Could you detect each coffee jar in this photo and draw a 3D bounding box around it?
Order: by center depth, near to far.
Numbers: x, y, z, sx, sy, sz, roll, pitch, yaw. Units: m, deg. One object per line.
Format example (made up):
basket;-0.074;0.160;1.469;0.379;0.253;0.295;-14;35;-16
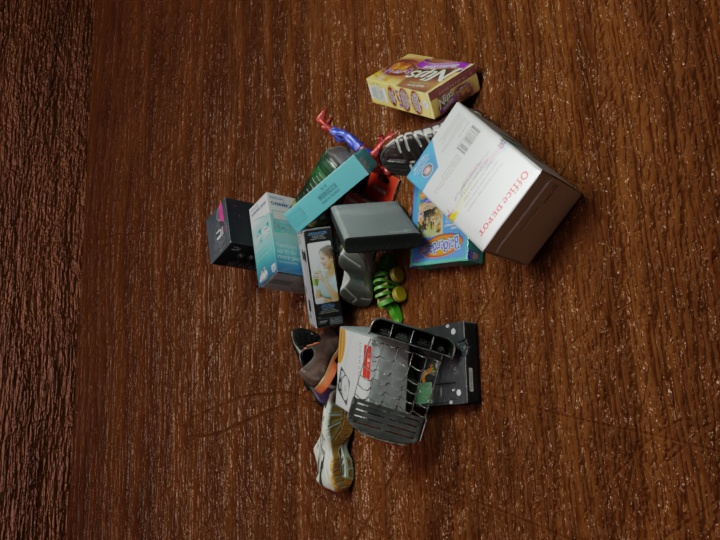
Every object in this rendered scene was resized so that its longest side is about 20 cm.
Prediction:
coffee jar;-0.077;-0.170;1.623;0.086;0.104;0.201;48;127;16

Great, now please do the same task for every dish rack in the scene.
dish rack;0.063;0.193;1.269;0.055;0.151;0.203;176;111;-85

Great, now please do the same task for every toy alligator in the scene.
toy alligator;0.048;0.007;1.470;0.059;0.054;0.203;-27;62;46

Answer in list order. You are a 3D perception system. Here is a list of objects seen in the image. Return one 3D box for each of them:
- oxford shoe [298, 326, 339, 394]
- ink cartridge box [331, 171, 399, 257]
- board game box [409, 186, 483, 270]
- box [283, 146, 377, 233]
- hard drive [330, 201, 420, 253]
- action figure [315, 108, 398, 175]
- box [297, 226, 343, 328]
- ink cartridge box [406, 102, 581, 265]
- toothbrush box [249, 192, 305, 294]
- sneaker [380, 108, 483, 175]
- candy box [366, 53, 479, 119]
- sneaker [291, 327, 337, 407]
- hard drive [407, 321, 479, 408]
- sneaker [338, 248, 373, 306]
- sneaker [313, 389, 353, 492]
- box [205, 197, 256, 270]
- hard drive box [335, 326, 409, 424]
oxford shoe;-0.081;0.166;1.536;0.071;0.072;0.201;-51;12;23
ink cartridge box;0.005;-0.114;1.555;0.109;0.050;0.203;38;113;51
board game box;0.158;-0.108;1.356;0.151;0.045;0.203;-6;78;52
box;-0.060;-0.161;1.500;0.199;0.082;0.049;-37;97;25
hard drive;0.024;-0.083;1.399;0.200;0.137;0.033;-114;21;-66
action figure;0.009;-0.279;1.552;0.099;0.065;0.200;-46;71;3
box;-0.085;0.013;1.566;0.117;0.059;0.203;-168;70;-79
ink cartridge box;0.208;-0.133;1.175;0.147;0.145;0.200;-54;53;18
toothbrush box;-0.161;-0.059;1.686;0.085;0.145;0.203;-37;54;42
sneaker;0.135;-0.238;1.353;0.197;0.076;0.116;-18;21;17
candy box;0.114;-0.348;1.403;0.199;0.116;0.057;30;148;52
sneaker;-0.109;0.212;1.624;0.201;0.075;0.088;54;129;43
hard drive;0.130;0.174;1.341;0.199;0.037;0.142;-18;69;49
sneaker;0.000;0.000;1.489;0.202;0.069;0.081;91;-165;-53
sneaker;-0.064;0.346;1.531;0.087;0.075;0.203;-11;74;51
box;-0.249;-0.078;1.760;0.106;0.198;0.124;-39;54;41
hard drive box;0.020;0.190;1.397;0.200;0.076;0.159;179;94;-71
